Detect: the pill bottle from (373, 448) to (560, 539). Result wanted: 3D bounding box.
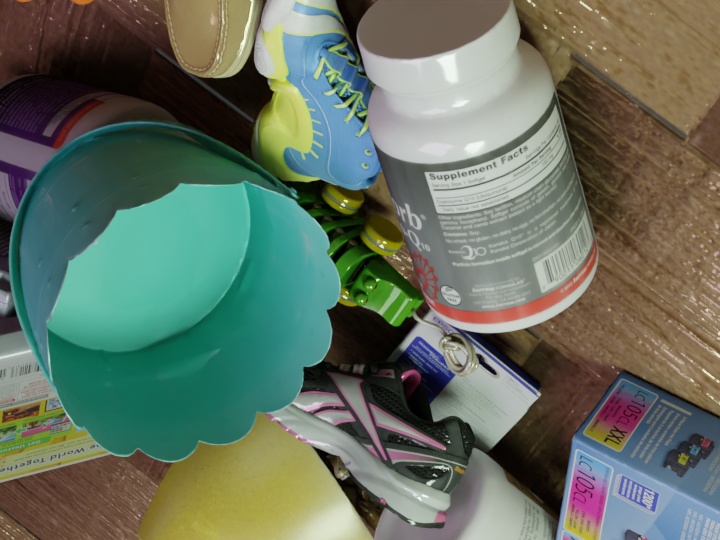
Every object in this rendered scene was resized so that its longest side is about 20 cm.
[{"bbox_3d":[0.113,0.224,1.607,0.200,0.115,0.114,41,149,-30],"label":"pill bottle"}]

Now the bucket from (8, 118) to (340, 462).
[{"bbox_3d":[-0.129,0.006,1.467,0.135,0.206,0.208,46,162,54],"label":"bucket"}]

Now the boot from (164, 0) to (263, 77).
[{"bbox_3d":[-0.129,-0.196,1.325,0.072,0.155,0.201,21,121,33],"label":"boot"}]

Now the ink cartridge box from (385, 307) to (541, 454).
[{"bbox_3d":[0.062,0.088,1.599,0.099,0.039,0.200,40,146,1],"label":"ink cartridge box"}]

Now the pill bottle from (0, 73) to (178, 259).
[{"bbox_3d":[-0.215,-0.080,1.599,0.199,0.111,0.112,19,142,49],"label":"pill bottle"}]

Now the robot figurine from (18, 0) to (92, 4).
[{"bbox_3d":[-0.188,-0.257,1.396,0.143,0.117,0.201,32,145,16],"label":"robot figurine"}]

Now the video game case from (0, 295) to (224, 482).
[{"bbox_3d":[-0.201,0.087,1.622,0.182,0.199,0.023,108,142,-53],"label":"video game case"}]

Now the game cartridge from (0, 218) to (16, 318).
[{"bbox_3d":[-0.268,-0.025,1.650,0.132,0.200,0.041,26,112,13],"label":"game cartridge"}]

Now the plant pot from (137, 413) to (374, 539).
[{"bbox_3d":[-0.085,0.201,1.700,0.201,0.142,0.200,54,172,11],"label":"plant pot"}]

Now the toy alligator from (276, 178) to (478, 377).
[{"bbox_3d":[0.000,0.000,1.506,0.200,0.054,0.059,47,119,21],"label":"toy alligator"}]

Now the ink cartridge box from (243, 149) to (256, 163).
[{"bbox_3d":[-0.104,0.001,1.640,0.104,0.059,0.200,45,145,-6],"label":"ink cartridge box"}]

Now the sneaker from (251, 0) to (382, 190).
[{"bbox_3d":[-0.011,-0.122,1.422,0.104,0.076,0.200,20,149,8],"label":"sneaker"}]

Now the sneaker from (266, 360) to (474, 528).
[{"bbox_3d":[0.004,0.096,1.568,0.199,0.087,0.080,35,-177,26],"label":"sneaker"}]

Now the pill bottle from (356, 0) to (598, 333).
[{"bbox_3d":[0.069,-0.071,1.351,0.115,0.116,0.201,10,134,36],"label":"pill bottle"}]

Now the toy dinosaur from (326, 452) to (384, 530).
[{"bbox_3d":[0.016,0.170,1.705,0.106,0.060,0.200,51,170,16],"label":"toy dinosaur"}]

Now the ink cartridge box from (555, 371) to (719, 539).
[{"bbox_3d":[0.237,0.172,1.493,0.199,0.076,0.137,25,142,19],"label":"ink cartridge box"}]

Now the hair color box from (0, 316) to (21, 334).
[{"bbox_3d":[-0.271,0.019,1.709,0.200,0.110,0.064,41,137,40],"label":"hair color box"}]
